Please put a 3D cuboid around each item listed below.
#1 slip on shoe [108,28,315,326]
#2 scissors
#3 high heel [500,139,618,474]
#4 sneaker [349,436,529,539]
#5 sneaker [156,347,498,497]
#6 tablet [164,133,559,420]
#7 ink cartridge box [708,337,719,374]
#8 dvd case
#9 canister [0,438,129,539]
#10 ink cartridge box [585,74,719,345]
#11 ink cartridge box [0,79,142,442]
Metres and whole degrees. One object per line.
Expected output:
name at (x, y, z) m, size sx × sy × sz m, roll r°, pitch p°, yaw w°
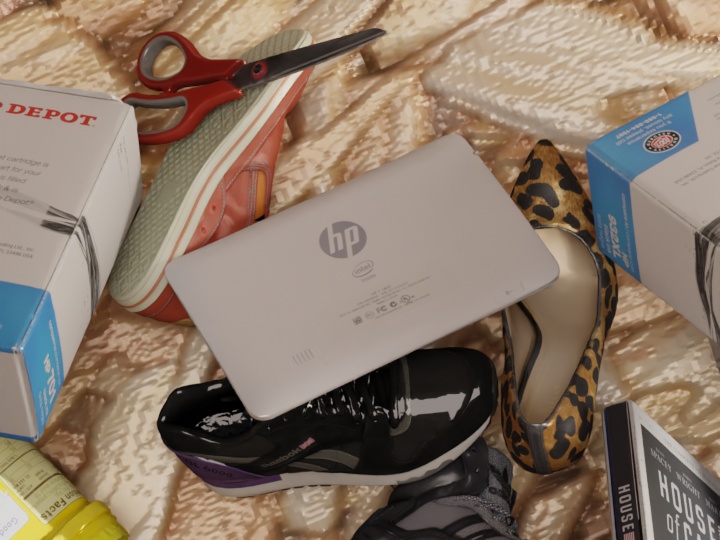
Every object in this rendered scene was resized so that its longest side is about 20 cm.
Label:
slip on shoe at (-0.080, -0.056, 1.489) m, size 0.061 × 0.074 × 0.201 m, roll 34°, pitch 78°, yaw -31°
scissors at (-0.068, -0.108, 1.458) m, size 0.199 × 0.014 × 0.074 m, roll 3°, pitch 71°, yaw 38°
high heel at (0.109, 0.017, 1.432) m, size 0.071 × 0.143 × 0.201 m, roll -4°, pitch 85°, yaw 10°
sneaker at (0.080, 0.154, 1.421) m, size 0.199 × 0.076 × 0.114 m, roll 3°, pitch 51°, yaw 33°
sneaker at (-0.021, 0.083, 1.425) m, size 0.199 × 0.088 × 0.076 m, roll -15°, pitch 63°, yaw 17°
tablet at (0.000, 0.000, 1.425) m, size 0.199 × 0.014 × 0.130 m, roll -25°, pitch 53°, yaw -14°
ink cartridge box at (0.304, 0.099, 1.453) m, size 0.145 × 0.084 × 0.201 m, roll -18°, pitch 85°, yaw -1°
dvd case at (0.186, 0.190, 1.380) m, size 0.025 × 0.150 × 0.201 m, roll -22°, pitch 50°, yaw 26°
canister at (-0.257, 0.136, 1.458) m, size 0.149 × 0.087 × 0.200 m, roll -44°, pitch 84°, yaw -4°
ink cartridge box at (0.245, -0.026, 1.395) m, size 0.145 × 0.084 × 0.200 m, roll -27°, pitch 41°, yaw -20°
ink cartridge box at (-0.223, -0.012, 1.412) m, size 0.146 × 0.086 × 0.201 m, roll 9°, pitch 46°, yaw 12°
